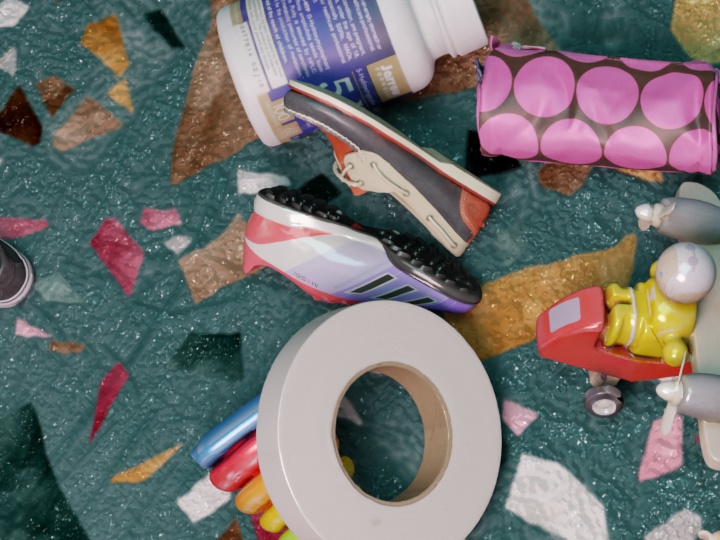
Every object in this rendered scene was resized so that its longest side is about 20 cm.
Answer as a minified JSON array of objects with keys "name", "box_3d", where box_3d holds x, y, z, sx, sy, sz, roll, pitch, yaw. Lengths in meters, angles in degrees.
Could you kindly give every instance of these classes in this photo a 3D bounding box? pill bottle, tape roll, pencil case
[{"name":"pill bottle","box_3d":[-0.004,-0.188,1.747,0.198,0.120,0.121,-21,71,6]},{"name":"tape roll","box_3d":[0.016,0.124,1.629,0.201,0.037,0.205,5,80,-31]},{"name":"pencil case","box_3d":[0.188,-0.129,1.707,0.198,0.091,0.095,7,76,11]}]

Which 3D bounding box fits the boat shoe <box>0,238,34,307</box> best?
[{"name":"boat shoe","box_3d":[-0.364,-0.027,1.804,0.199,0.066,0.070,27,81,18]}]

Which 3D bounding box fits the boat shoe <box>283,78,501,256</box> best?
[{"name":"boat shoe","box_3d":[0.018,-0.082,1.697,0.199,0.071,0.063,30,98,-23]}]

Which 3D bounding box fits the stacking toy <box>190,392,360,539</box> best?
[{"name":"stacking toy","box_3d":[-0.031,0.186,1.665,0.109,0.116,0.201,-36,84,2]}]

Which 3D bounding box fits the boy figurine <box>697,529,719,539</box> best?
[{"name":"boy figurine","box_3d":[0.288,0.241,1.589,0.199,0.064,0.125,-25,70,3]}]

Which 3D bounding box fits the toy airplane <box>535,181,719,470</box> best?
[{"name":"toy airplane","box_3d":[0.255,0.034,1.614,0.199,0.142,0.200,-39,55,-22]}]

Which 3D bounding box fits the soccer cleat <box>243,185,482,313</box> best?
[{"name":"soccer cleat","box_3d":[0.000,0.000,1.729,0.199,0.068,0.074,23,107,10]}]
